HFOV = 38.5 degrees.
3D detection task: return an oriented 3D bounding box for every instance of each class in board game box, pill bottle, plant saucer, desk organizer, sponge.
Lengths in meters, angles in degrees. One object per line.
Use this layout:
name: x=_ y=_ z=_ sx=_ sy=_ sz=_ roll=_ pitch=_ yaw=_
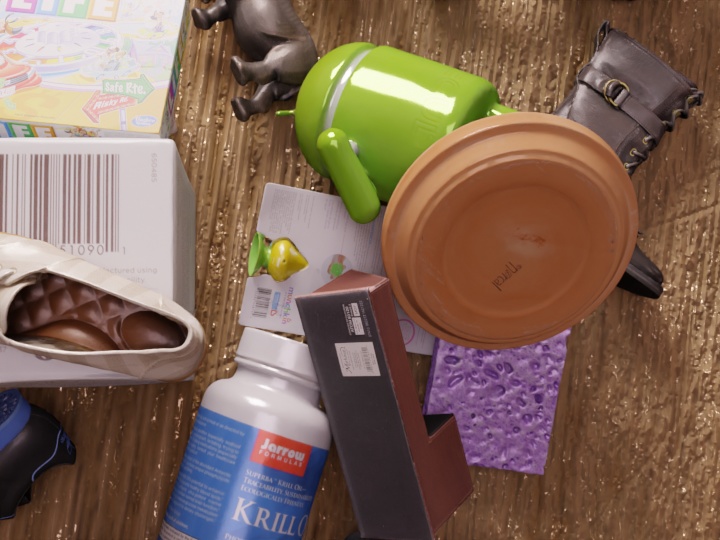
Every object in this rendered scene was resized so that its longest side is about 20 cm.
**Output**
board game box: x=-0.237 y=-0.160 z=0.786 sx=0.196 sy=0.034 sz=0.137 roll=5 pitch=64 yaw=-1
pill bottle: x=-0.085 y=0.153 z=0.819 sx=0.110 sy=0.112 sz=0.203 roll=17 pitch=83 yaw=-3
plant saucer: x=0.114 y=-0.020 z=0.779 sx=0.196 sy=0.033 sz=0.203 roll=-3 pitch=124 yaw=-5
desk organizer: x=0.022 y=0.101 z=0.806 sx=0.071 sy=0.077 sz=0.203 roll=-7 pitch=104 yaw=36
sponge: x=0.117 y=0.067 z=0.864 sx=0.110 sy=0.030 sz=0.204 roll=9 pitch=97 yaw=-4

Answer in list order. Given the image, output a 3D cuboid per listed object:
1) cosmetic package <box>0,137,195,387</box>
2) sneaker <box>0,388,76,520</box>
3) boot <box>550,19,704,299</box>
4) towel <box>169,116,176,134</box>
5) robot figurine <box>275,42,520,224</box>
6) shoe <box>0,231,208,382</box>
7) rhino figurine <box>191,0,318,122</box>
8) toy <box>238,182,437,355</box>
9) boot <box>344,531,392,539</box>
cosmetic package: x=-0.211 y=0.003 z=0.777 sx=0.162 sy=0.200 sz=0.168 roll=-1 pitch=84 yaw=-5
sneaker: x=-0.318 y=0.180 z=0.821 sx=0.199 sy=0.070 sz=0.078 roll=-36 pitch=122 yaw=8
boot: x=0.234 y=-0.097 z=0.890 sx=0.174 sy=0.069 sz=0.200 roll=-44 pitch=88 yaw=-6
towel: x=-0.260 y=-0.182 z=0.842 sx=0.197 sy=0.032 sz=0.194 roll=-12 pitch=69 yaw=-7
robot figurine: x=0.033 y=-0.113 z=0.826 sx=0.198 sy=0.117 sz=0.175 roll=22 pitch=39 yaw=21
shoe: x=-0.191 y=0.019 z=0.649 sx=0.197 sy=0.053 sz=0.071 roll=16 pitch=83 yaw=-3
rhino figurine: x=-0.099 y=-0.233 z=0.876 sx=0.086 sy=0.060 sz=0.203 roll=-22 pitch=86 yaw=-26
toy: x=0.000 y=0.000 z=0.865 sx=0.197 sy=0.047 sz=0.117 roll=10 pitch=98 yaw=-22
boot: x=0.033 y=0.320 z=0.789 sx=0.163 sy=0.066 sz=0.202 roll=26 pitch=49 yaw=-3
